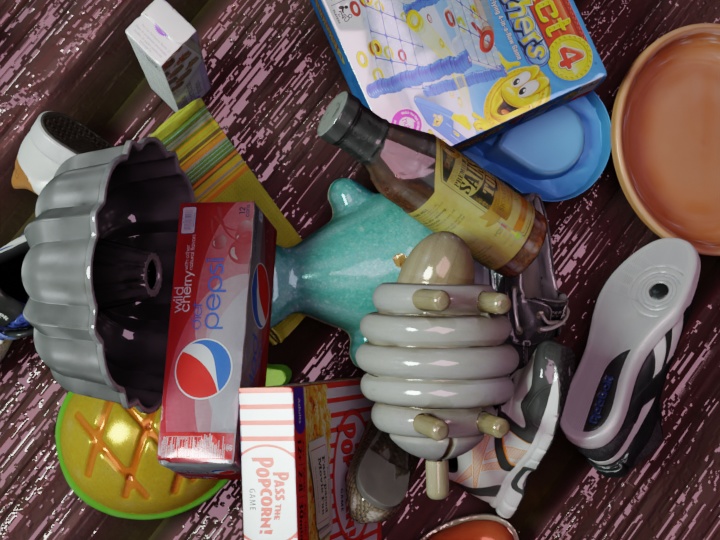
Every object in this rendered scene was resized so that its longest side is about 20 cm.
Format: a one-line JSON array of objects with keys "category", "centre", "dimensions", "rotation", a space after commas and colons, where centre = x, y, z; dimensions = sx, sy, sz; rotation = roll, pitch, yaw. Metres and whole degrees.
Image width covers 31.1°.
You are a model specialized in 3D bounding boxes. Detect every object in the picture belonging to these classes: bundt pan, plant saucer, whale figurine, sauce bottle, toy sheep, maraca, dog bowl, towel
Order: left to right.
[{"category": "bundt pan", "centre": [-0.187, 0.003, 0.960], "dimensions": [0.075, 0.202, 0.205], "rotation": [1, 83, 15]}, {"category": "maraca", "centre": [-0.147, 0.126, 1.047], "dimensions": [0.197, 0.107, 0.139], "rotation": [-12, 85, -7]}, {"category": "towel", "centre": [-0.103, -0.041, 1.074], "dimensions": [0.086, 0.018, 0.201], "rotation": [-45, 107, -30]}, {"category": "whale figurine", "centre": [0.000, 0.000, 1.062], "dimensions": [0.197, 0.104, 0.162], "rotation": [-4, 84, -22]}, {"category": "sauce bottle", "centre": [0.056, -0.068, 1.011], "dimensions": [0.199, 0.066, 0.067], "rotation": [32, 81, -22]}, {"category": "toy sheep", "centre": [0.058, 0.072, 0.976], "dimensions": [0.135, 0.138, 0.204], "rotation": [5, 90, -5]}, {"category": "dog bowl", "centre": [0.123, -0.138, 1.132], "dimensions": [0.199, 0.050, 0.112], "rotation": [33, 82, -2]}, {"category": "plant saucer", "centre": [0.304, -0.113, 1.138], "dimensions": [0.197, 0.037, 0.204], "rotation": [1, 86, -18]}]

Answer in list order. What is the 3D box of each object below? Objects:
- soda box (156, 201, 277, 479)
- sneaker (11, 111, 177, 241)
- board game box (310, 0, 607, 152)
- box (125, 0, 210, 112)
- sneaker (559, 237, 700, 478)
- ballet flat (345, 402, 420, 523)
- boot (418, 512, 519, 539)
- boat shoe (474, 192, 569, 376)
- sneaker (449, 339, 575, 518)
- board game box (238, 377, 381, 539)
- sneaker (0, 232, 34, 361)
[{"category": "soda box", "centre": [-0.107, 0.053, 0.981], "dimensions": [0.062, 0.070, 0.203], "rotation": [0, 72, 12]}, {"category": "sneaker", "centre": [-0.202, -0.046, 1.092], "dimensions": [0.199, 0.073, 0.085], "rotation": [36, 117, -9]}, {"category": "board game box", "centre": [0.075, -0.206, 1.081], "dimensions": [0.194, 0.056, 0.202], "rotation": [-25, 86, -6]}, {"category": "box", "centre": [-0.151, -0.166, 1.031], "dimensions": [0.041, 0.200, 0.039], "rotation": [45, 85, 1]}, {"category": "sneaker", "centre": [0.237, 0.079, 1.102], "dimensions": [0.072, 0.112, 0.201], "rotation": [19, 69, 37]}, {"category": "ballet flat", "centre": [0.030, 0.137, 1.047], "dimensions": [0.067, 0.201, 0.047], "rotation": [32, 125, -1]}, {"category": "boot", "centre": [0.051, 0.266, 1.054], "dimensions": [0.198, 0.107, 0.076], "rotation": [-29, 86, -10]}, {"category": "boat shoe", "centre": [0.139, 0.032, 1.089], "dimensions": [0.072, 0.070, 0.203], "rotation": [-12, 90, -51]}, {"category": "sneaker", "centre": [0.115, 0.126, 1.041], "dimensions": [0.079, 0.201, 0.074], "rotation": [24, 45, 7]}, {"category": "board game box", "centre": [-0.035, 0.163, 1.005], "dimensions": [0.046, 0.200, 0.154], "rotation": [-3, 87, 18]}, {"category": "sneaker", "centre": [-0.290, 0.026, 1.017], "dimensions": [0.199, 0.115, 0.081], "rotation": [-39, 97, 11]}]
